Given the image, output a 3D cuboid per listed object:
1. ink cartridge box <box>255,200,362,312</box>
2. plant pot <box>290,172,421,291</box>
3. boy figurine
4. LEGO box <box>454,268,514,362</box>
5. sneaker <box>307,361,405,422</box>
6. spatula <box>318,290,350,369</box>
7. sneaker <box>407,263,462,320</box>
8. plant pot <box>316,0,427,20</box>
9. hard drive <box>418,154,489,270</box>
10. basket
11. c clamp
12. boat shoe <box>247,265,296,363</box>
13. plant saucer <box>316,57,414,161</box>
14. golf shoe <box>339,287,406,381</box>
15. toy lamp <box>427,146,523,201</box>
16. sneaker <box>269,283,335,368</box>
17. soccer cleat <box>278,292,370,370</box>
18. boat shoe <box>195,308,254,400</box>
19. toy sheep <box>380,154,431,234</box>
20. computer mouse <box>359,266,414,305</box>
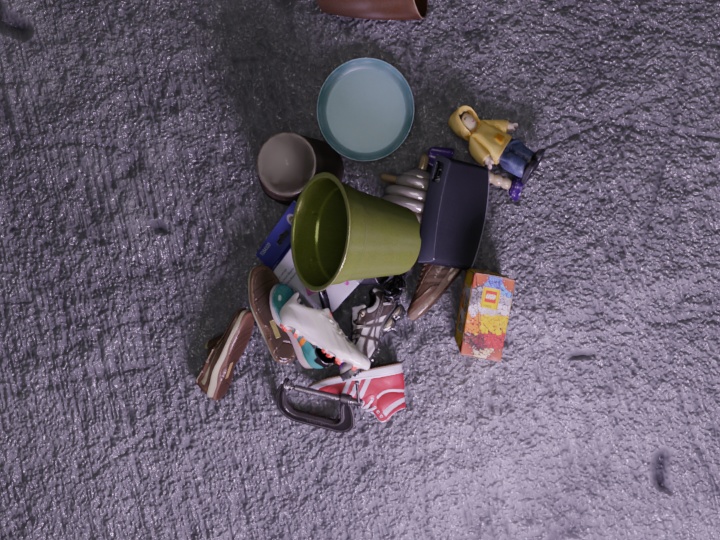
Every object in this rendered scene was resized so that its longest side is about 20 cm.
[{"bbox_3d":[-0.110,-0.003,1.528,0.200,0.043,0.197,43,135,1],"label":"ink cartridge box"},{"bbox_3d":[0.002,-0.062,1.395,0.187,0.198,0.205,3,93,-35],"label":"plant pot"},{"bbox_3d":[0.263,-0.256,1.530,0.199,0.065,0.125,37,64,12],"label":"boy figurine"},{"bbox_3d":[0.232,0.079,1.489,0.075,0.200,0.153,10,94,3],"label":"LEGO box"},{"bbox_3d":[-0.003,0.258,1.575,0.195,0.071,0.115,-11,89,2],"label":"sneaker"},{"bbox_3d":[-0.050,0.112,1.521,0.020,0.057,0.203,1,126,31],"label":"spatula"},{"bbox_3d":[0.148,0.007,1.564,0.075,0.070,0.201,41,87,12],"label":"sneaker"},{"bbox_3d":[0.013,-0.561,1.500,0.195,0.187,0.192,-6,92,18],"label":"plant pot"},{"bbox_3d":[0.181,-0.107,1.480,0.132,0.042,0.205,9,92,-32],"label":"hard drive"},{"bbox_3d":[-0.125,-0.196,1.498,0.176,0.200,0.139,-8,92,3],"label":"basket"},{"bbox_3d":[-0.083,0.257,1.551,0.195,0.027,0.173,6,133,18],"label":"c clamp"},{"bbox_3d":[-0.187,0.088,1.573,0.070,0.076,0.205,-16,100,-19],"label":"boat shoe"},{"bbox_3d":[0.010,-0.322,1.572,0.195,0.027,0.205,0,93,3],"label":"plant saucer"},{"bbox_3d":[0.003,0.124,1.537,0.094,0.078,0.201,42,60,-10],"label":"golf shoe"},{"bbox_3d":[0.225,-0.196,1.551,0.196,0.058,0.059,19,93,0],"label":"toy lamp"},{"bbox_3d":[-0.105,0.108,1.530,0.079,0.072,0.202,-4,125,36],"label":"sneaker"},{"bbox_3d":[-0.060,0.115,1.457,0.197,0.069,0.079,31,79,4],"label":"soccer cleat"},{"bbox_3d":[-0.282,0.160,1.579,0.074,0.074,0.206,29,103,17],"label":"boat shoe"},{"bbox_3d":[0.097,-0.128,1.526,0.135,0.138,0.205,13,92,3],"label":"toy sheep"},{"bbox_3d":[0.000,0.000,1.554,0.196,0.139,0.053,20,132,8],"label":"computer mouse"}]
